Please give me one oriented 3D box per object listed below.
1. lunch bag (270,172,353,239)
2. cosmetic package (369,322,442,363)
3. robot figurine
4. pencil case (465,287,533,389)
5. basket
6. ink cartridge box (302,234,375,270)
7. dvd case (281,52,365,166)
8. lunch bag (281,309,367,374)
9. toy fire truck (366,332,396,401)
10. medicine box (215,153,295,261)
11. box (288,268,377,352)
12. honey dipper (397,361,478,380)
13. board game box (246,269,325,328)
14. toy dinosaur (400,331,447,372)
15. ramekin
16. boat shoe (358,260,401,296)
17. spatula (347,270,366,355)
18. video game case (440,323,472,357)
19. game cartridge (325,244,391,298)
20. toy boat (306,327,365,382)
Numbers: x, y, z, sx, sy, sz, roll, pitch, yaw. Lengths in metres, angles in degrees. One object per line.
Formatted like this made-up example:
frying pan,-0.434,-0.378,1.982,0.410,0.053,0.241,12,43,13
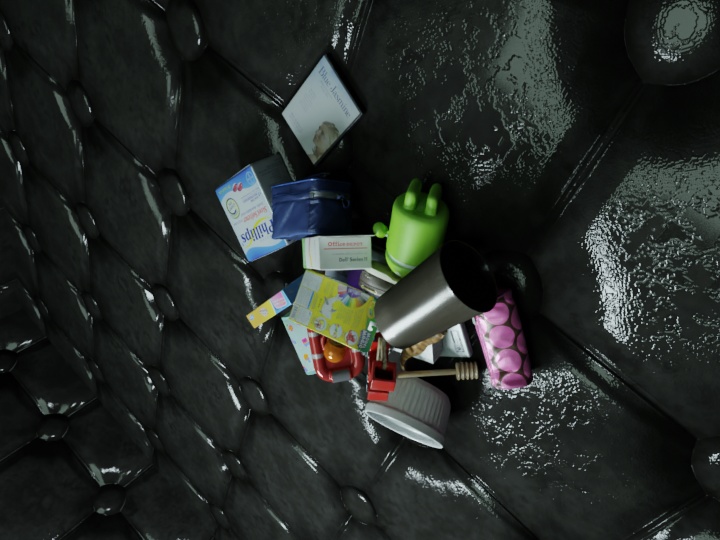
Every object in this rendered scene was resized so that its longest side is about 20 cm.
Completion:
lunch bag,-0.105,-0.142,1.192,0.195,0.133,0.138,-3,90,40
cosmetic package,0.089,0.136,1.221,0.195,0.050,0.085,15,123,35
robot figurine,0.111,-0.071,1.069,0.169,0.117,0.206,14,125,7
pencil case,0.273,0.136,1.061,0.207,0.091,0.090,70,166,-11
basket,0.129,0.055,1.006,0.198,0.177,0.140,-35,68,37
ink cartridge box,-0.047,-0.037,1.115,0.199,0.113,0.070,-175,83,-73
dvd case,-0.084,-0.337,1.162,0.199,0.017,0.145,-35,88,46
lunch bag,-0.080,0.155,1.366,0.195,0.121,0.175,-16,102,37
toy fire truck,0.042,0.191,1.126,0.047,0.204,0.145,5,130,-2
medicine box,-0.240,-0.152,1.345,0.179,0.102,0.206,-17,101,45
box,-0.047,0.087,1.165,0.194,0.048,0.121,22,89,20
honey dipper,0.157,0.222,1.175,0.192,0.038,0.039,-4,117,4
board game box,-0.188,0.064,1.386,0.198,0.152,0.041,-32,95,47
toy dinosaur,0.105,0.160,1.142,0.107,0.060,0.201,46,137,6
ramekin,0.114,0.314,1.242,0.194,0.108,0.201,22,160,8
boat shoe,0.087,0.049,1.135,0.195,0.072,0.061,28,111,7
spatula,-0.001,0.087,1.217,0.055,0.020,0.209,-6,93,44
video game case,0.146,0.096,1.202,0.178,0.022,0.206,-5,110,43
game cartridge,0.000,0.000,1.243,0.196,0.040,0.138,26,115,34
toy boat,-0.058,0.166,1.239,0.125,0.131,0.208,-10,101,0
